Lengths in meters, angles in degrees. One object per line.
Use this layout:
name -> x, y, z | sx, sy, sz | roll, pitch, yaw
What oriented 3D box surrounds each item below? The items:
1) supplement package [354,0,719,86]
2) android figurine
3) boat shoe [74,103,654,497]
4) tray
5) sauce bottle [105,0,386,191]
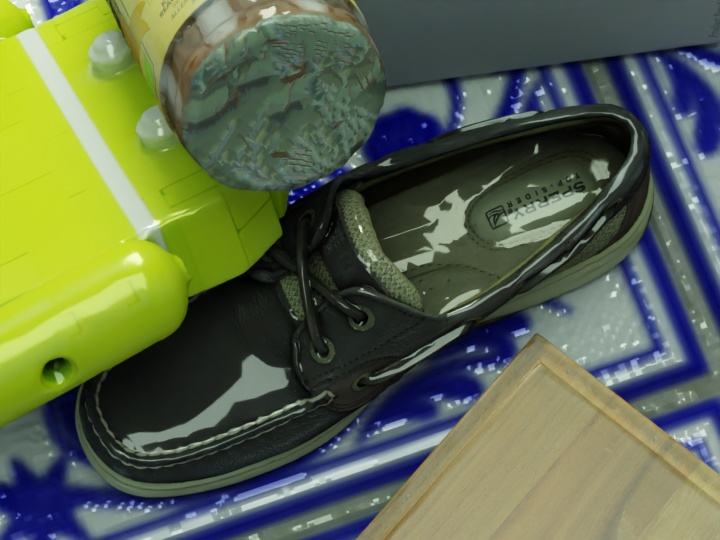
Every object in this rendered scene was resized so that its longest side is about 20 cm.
supplement package -> 0.077, -0.146, 0.864 | 0.199, 0.121, 0.120 | -8, 68, -3
android figurine -> -0.105, -0.024, 0.832 | 0.199, 0.041, 0.182 | -26, 41, -6
boat shoe -> 0.000, 0.000, 0.836 | 0.200, 0.065, 0.073 | -31, 72, -10
tray -> 0.026, 0.124, 0.802 | 0.099, 0.037, 0.200 | 38, 73, 15
sauce bottle -> -0.050, -0.100, 0.823 | 0.064, 0.065, 0.200 | -20, 38, -7
